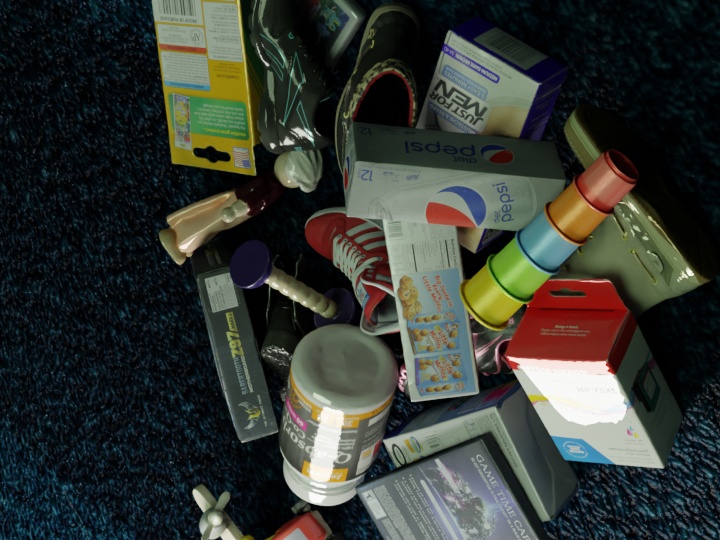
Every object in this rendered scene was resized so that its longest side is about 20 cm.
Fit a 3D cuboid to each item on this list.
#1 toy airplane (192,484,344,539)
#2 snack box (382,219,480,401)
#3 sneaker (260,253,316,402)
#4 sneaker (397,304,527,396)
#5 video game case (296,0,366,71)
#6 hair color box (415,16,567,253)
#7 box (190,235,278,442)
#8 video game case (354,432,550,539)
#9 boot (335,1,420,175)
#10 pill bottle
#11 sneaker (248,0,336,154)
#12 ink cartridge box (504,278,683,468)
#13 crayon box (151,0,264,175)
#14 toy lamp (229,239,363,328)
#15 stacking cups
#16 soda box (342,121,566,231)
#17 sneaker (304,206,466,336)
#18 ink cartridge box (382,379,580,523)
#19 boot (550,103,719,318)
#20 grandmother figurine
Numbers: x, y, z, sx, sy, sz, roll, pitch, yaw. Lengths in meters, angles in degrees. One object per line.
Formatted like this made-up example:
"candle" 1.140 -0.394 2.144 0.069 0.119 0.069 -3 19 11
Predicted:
"toy airplane" -0.122 0.367 1.871 0.199 0.141 0.201 12 118 34
"snack box" 0.071 0.030 1.534 0.071 0.024 0.202 -7 106 6
"sneaker" -0.068 0.075 1.745 0.059 0.105 0.200 2 149 17
"sneaker" 0.114 0.085 1.609 0.095 0.079 0.200 41 132 1
"video game case" -0.102 -0.261 1.646 0.182 0.023 0.200 47 130 12
"hair color box" 0.114 -0.131 1.509 0.109 0.065 0.201 33 129 21
"box" -0.147 0.075 1.758 0.158 0.051 0.202 -124 21 -73
"video game case" 0.097 0.262 1.633 0.199 0.019 0.144 -28 94 42
"boot" 0.016 -0.146 1.516 0.072 0.151 0.201 14 119 -6
"pill bottle" -0.028 0.161 1.680 0.116 0.116 0.201 35 141 21
"sneaker" -0.065 -0.216 1.587 0.079 0.075 0.202 7 121 20
"ink cartridge box" 0.218 0.098 1.477 0.115 0.068 0.201 0 136 38
"crayon box" -0.154 -0.211 1.659 0.125 0.051 0.202 11 115 34
"toy lamp" -0.058 0.027 1.641 0.058 0.200 0.059 -14 64 31
"stacking cups" 0.173 -0.032 1.405 0.061 0.060 0.200 47 118 10
"soda box" 0.085 -0.085 1.429 0.198 0.069 0.064 5 127 -9
"sneaker" 0.000 0.000 1.622 0.199 0.112 0.072 21 131 30
"ink cartridge box" 0.116 0.209 1.654 0.199 0.076 0.137 -23 96 40
"boot" 0.224 -0.042 1.458 0.201 0.072 0.154 53 134 2
"grandmother figurine" -0.125 -0.077 1.682 0.199 0.121 0.061 -31 106 16
